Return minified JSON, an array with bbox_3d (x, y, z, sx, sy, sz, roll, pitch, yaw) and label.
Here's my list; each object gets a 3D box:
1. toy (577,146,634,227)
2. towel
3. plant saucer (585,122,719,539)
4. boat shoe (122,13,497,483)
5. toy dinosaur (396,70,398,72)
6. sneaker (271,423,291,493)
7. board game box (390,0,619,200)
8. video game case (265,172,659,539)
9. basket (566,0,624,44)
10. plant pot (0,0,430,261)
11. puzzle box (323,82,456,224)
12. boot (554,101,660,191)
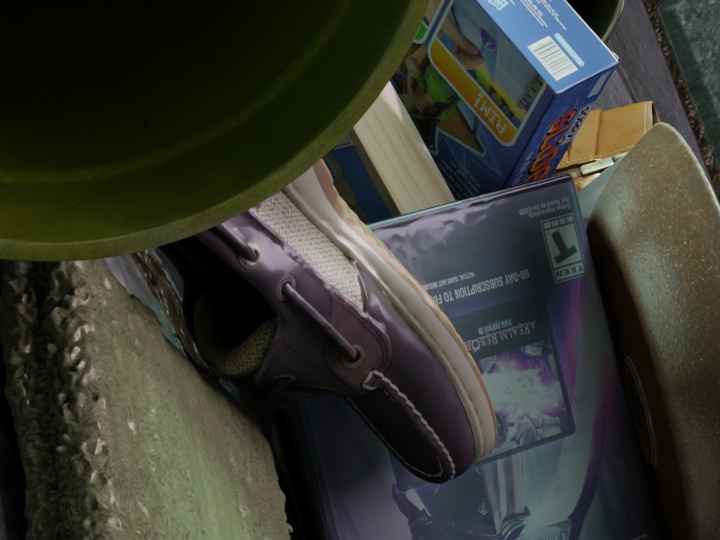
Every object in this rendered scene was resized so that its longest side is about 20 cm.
[{"bbox_3d":[0.105,0.034,1.144,0.047,0.200,0.116,-5,67,-30],"label":"toy"},{"bbox_3d":[-0.054,0.092,0.772,0.148,0.036,0.200,51,19,-48],"label":"towel"},{"bbox_3d":[0.117,0.048,0.969,0.200,0.037,0.201,166,-90,-86],"label":"plant saucer"},{"bbox_3d":[-0.027,0.007,0.846,0.072,0.065,0.200,19,-27,49],"label":"boat shoe"},{"bbox_3d":[-0.071,-0.120,0.906,0.200,0.105,0.181,49,54,3],"label":"toy dinosaur"},{"bbox_3d":[0.027,0.132,0.977,0.200,0.077,0.089,59,25,-13],"label":"sneaker"},{"bbox_3d":[0.002,-0.105,1.018,0.200,0.034,0.135,51,-34,17],"label":"board game box"},{"bbox_3d":[0.041,0.077,0.942,0.143,0.019,0.201,-15,92,-34],"label":"video game case"},{"bbox_3d":[0.026,-0.129,1.212,0.180,0.136,0.200,47,-13,7],"label":"basket"},{"bbox_3d":[-0.091,-0.131,0.742,0.201,0.200,0.193,59,2,-25],"label":"plant pot"},{"bbox_3d":[0.000,0.000,1.016,0.133,0.025,0.200,-10,-67,59],"label":"puzzle box"},{"bbox_3d":[0.075,-0.055,1.328,0.074,0.154,0.201,44,24,-58],"label":"boot"}]
